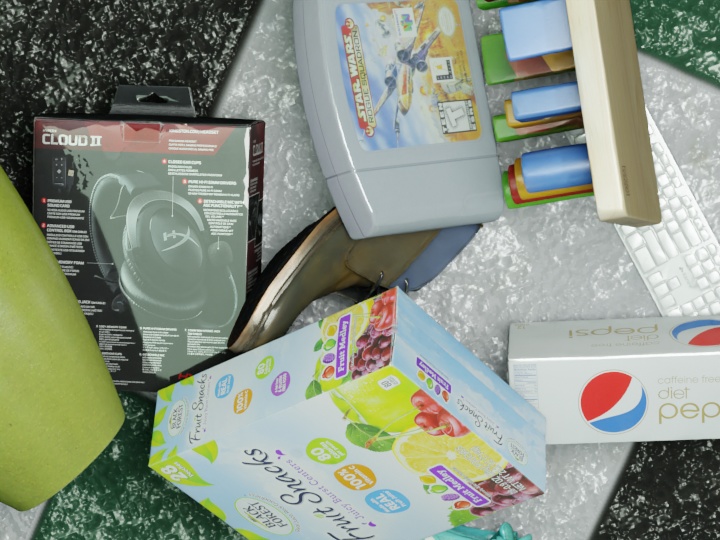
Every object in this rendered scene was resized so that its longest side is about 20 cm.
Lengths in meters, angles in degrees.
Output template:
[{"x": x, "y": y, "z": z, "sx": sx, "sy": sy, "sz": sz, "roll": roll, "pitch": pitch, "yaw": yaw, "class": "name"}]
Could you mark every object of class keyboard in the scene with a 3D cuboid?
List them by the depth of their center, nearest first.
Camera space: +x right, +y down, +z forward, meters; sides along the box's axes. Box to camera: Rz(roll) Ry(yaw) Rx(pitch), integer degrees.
[{"x": 0.197, "y": -0.039, "z": 1.638, "sx": 0.056, "sy": 0.011, "sz": 0.201, "roll": -28, "pitch": 93, "yaw": 7, "class": "keyboard"}]

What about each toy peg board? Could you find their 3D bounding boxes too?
[{"x": 0.118, "y": -0.123, "z": 1.535, "sx": 0.097, "sy": 0.199, "sz": 0.202, "roll": -9, "pitch": 88, "yaw": 13, "class": "toy peg board"}]

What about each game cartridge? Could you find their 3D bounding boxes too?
[{"x": 0.021, "y": -0.124, "z": 1.582, "sx": 0.041, "sy": 0.133, "sz": 0.202, "roll": -14, "pitch": 86, "yaw": 47, "class": "game cartridge"}]

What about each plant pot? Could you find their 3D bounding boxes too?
[{"x": -0.247, "y": 0.048, "z": 1.546, "sx": 0.187, "sy": 0.187, "sz": 0.200, "roll": -39, "pitch": 103, "yaw": 8, "class": "plant pot"}]

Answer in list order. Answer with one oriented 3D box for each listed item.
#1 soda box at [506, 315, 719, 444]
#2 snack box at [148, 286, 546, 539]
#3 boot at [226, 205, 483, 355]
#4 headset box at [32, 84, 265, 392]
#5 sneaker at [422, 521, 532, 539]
[{"x": 0.197, "y": 0.071, "z": 1.615, "sx": 0.198, "sy": 0.068, "sz": 0.064, "roll": -2, "pitch": 110, "yaw": 5, "class": "soda box"}, {"x": -0.007, "y": 0.110, "z": 1.568, "sx": 0.199, "sy": 0.068, "sz": 0.168, "roll": -24, "pitch": 133, "yaw": 32, "class": "snack box"}, {"x": 0.000, "y": 0.000, "z": 1.598, "sx": 0.097, "sy": 0.075, "sz": 0.200, "roll": 41, "pitch": 65, "yaw": -9, "class": "boot"}, {"x": -0.141, "y": -0.022, "z": 1.636, "sx": 0.148, "sy": 0.077, "sz": 0.202, "roll": 2, "pitch": 95, "yaw": 5, "class": "headset box"}, {"x": 0.095, "y": 0.213, "z": 1.643, "sx": 0.199, "sy": 0.078, "sz": 0.080, "roll": 33, "pitch": 89, "yaw": 1, "class": "sneaker"}]
